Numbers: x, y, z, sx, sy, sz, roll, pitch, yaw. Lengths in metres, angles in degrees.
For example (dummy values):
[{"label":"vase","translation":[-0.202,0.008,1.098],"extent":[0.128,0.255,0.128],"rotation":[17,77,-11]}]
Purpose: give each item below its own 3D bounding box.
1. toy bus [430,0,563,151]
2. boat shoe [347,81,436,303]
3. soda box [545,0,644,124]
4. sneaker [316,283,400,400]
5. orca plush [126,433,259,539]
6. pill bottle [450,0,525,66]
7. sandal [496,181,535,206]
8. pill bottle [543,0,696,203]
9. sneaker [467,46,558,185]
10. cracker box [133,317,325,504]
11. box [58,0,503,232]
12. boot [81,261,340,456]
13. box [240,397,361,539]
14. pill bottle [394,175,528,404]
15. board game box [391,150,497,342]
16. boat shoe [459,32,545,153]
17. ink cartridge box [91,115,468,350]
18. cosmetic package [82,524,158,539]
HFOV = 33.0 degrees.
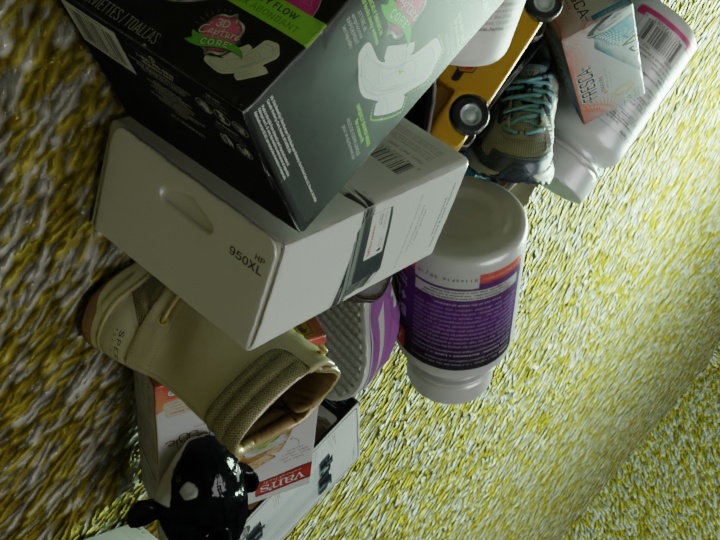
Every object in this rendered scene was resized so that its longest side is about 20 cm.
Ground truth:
[{"label":"toy bus","translation":[0.097,-0.183,0.951],"extent":[0.201,0.078,0.065],"rotation":[-57,-179,-8]},{"label":"boat shoe","translation":[0.013,-0.071,0.895],"extent":[0.074,0.073,0.201],"rotation":[-2,103,-32]},{"label":"soda box","translation":[0.205,-0.203,1.081],"extent":[0.068,0.064,0.200],"rotation":[-27,161,8]},{"label":"sneaker","translation":[-0.001,0.000,1.018],"extent":[0.114,0.072,0.202],"rotation":[-16,117,-69]},{"label":"orca plush","translation":[-0.127,0.215,0.939],"extent":[0.105,0.071,0.201],"rotation":[2,132,-37]},{"label":"pill bottle","translation":[0.075,-0.248,0.802],"extent":[0.114,0.114,0.201],"rotation":[-28,145,-48]},{"label":"sandal","translation":[0.127,-0.009,1.185],"extent":[0.080,0.054,0.201],"rotation":[-10,130,-60]},{"label":"pill bottle","translation":[0.240,-0.176,1.233],"extent":[0.201,0.113,0.113],"rotation":[-55,158,-1]},{"label":"sneaker","translation":[0.141,-0.144,1.091],"extent":[0.200,0.077,0.087],"rotation":[-75,172,-59]},{"label":"cracker box","translation":[-0.103,0.113,0.948],"extent":[0.133,0.058,0.201],"rotation":[-17,142,-20]},{"label":"box","translation":[-0.034,-0.156,0.662],"extent":[0.200,0.148,0.124],"rotation":[-49,155,-14]},{"label":"boot","translation":[-0.067,0.025,0.832],"extent":[0.200,0.155,0.073],"rotation":[-38,152,-36]},{"label":"box","translation":[-0.085,0.203,1.165],"extent":[0.200,0.060,0.117],"rotation":[-44,155,-25]},{"label":"pill bottle","translation":[0.085,0.025,1.082],"extent":[0.111,0.111,0.201],"rotation":[-40,147,-33]},{"label":"board game box","translation":[0.077,-0.024,1.198],"extent":[0.201,0.047,0.151],"rotation":[-58,157,6]},{"label":"boat shoe","translation":[0.087,-0.139,1.050],"extent":[0.201,0.056,0.069],"rotation":[-59,158,6]},{"label":"ink cartridge box","translation":[-0.049,-0.050,0.782],"extent":[0.200,0.144,0.085],"rotation":[-27,145,-49]},{"label":"cosmetic package","translation":[-0.236,0.311,1.017],"extent":[0.201,0.051,0.082],"rotation":[-63,159,15]}]
